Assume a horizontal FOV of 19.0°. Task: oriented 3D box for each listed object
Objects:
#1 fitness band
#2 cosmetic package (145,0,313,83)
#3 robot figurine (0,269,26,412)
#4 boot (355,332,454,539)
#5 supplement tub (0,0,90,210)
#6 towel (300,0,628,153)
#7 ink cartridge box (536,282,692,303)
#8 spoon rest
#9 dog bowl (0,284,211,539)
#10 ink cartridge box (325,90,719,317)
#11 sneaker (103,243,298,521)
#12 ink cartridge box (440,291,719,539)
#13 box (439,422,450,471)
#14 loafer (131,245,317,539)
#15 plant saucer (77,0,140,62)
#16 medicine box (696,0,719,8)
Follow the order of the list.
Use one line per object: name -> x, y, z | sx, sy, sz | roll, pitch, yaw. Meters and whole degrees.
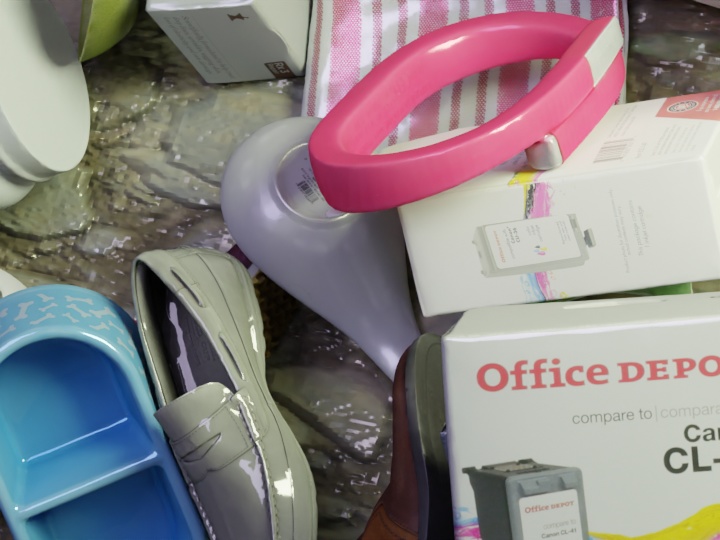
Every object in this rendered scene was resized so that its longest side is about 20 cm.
fitness band -> 0.057, -0.085, 1.110 | 0.143, 0.038, 0.200 | -5, 26, 33
cosmetic package -> -0.072, -0.223, 1.284 | 0.074, 0.102, 0.201 | -2, 68, 18
robot figurine -> -0.257, 0.056, 1.235 | 0.200, 0.151, 0.125 | -7, 27, 50
boot -> -0.006, 0.147, 1.114 | 0.200, 0.068, 0.189 | -26, 69, 42
supplement tub -> -0.280, -0.093, 1.308 | 0.199, 0.144, 0.145 | -14, 65, 20
towel -> 0.054, -0.109, 1.224 | 0.199, 0.030, 0.147 | -5, 68, 24
ink cartridge box -> 0.130, 0.101, 1.087 | 0.104, 0.059, 0.201 | -9, 66, 22
spoon rest -> 0.000, 0.000, 1.172 | 0.099, 0.061, 0.200 | -29, 70, -21
dog bowl -> -0.145, 0.107, 1.141 | 0.111, 0.050, 0.201 | -22, 106, -4
ink cartridge box -> 0.095, -0.033, 1.106 | 0.199, 0.116, 0.068 | -7, 109, 22
sneaker -> -0.112, 0.043, 1.216 | 0.090, 0.075, 0.200 | 32, 85, 26
ink cartridge box -> 0.115, 0.115, 0.918 | 0.147, 0.086, 0.201 | -5, 96, 9
box -> 0.151, 0.121, 0.981 | 0.199, 0.051, 0.158 | -15, 93, 9
loafer -> -0.075, 0.080, 1.106 | 0.070, 0.070, 0.200 | -37, 60, 35
plant saucer -> -0.141, -0.222, 1.289 | 0.031, 0.200, 0.201 | 8, 70, -10
medicine box -> 0.225, -0.235, 1.135 | 0.200, 0.103, 0.183 | 20, 78, 24
